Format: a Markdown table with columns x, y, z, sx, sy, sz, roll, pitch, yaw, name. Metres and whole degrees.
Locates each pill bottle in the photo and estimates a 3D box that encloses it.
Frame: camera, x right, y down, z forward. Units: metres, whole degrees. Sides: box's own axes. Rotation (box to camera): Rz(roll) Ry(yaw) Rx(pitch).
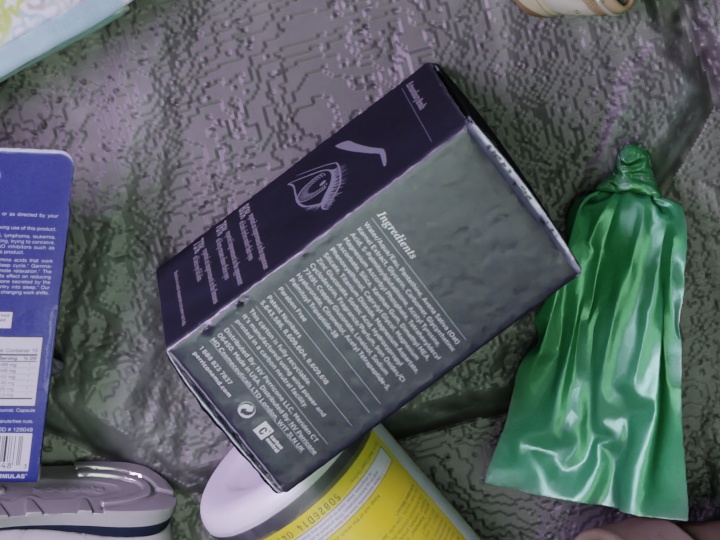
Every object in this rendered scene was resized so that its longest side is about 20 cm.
| x | y | z | sx | sy | sz | roll | pitch | yaw | name |
| --- | --- | --- | --- | --- | --- | --- | --- | --- | --- |
| 0.012 | 0.169 | 1.489 | 0.112 | 0.112 | 0.200 | -38 | 106 | 6 | pill bottle |

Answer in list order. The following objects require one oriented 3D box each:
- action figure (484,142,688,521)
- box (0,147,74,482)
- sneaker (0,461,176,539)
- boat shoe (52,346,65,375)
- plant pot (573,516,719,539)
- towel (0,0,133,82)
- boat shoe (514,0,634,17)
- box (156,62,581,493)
| x | y | z | sx | sy | sz | roll | pitch | yaw | name |
| --- | --- | --- | --- | --- | --- | --- | --- | --- | --- |
| 0.141 | 0.029 | 1.483 | 0.118 | 0.055 | 0.201 | 9 | 95 | 16 | action figure |
| -0.217 | 0.019 | 1.390 | 0.121 | 0.032 | 0.201 | 2 | 120 | -16 | box |
| -0.202 | 0.153 | 1.485 | 0.199 | 0.076 | 0.081 | 5 | 116 | -6 | sneaker |
| -0.227 | -0.013 | 1.429 | 0.068 | 0.072 | 0.200 | -29 | 110 | 5 | boat shoe |
| 0.231 | 0.216 | 1.502 | 0.173 | 0.200 | 0.201 | -17 | 109 | -18 | plant pot |
| -0.228 | -0.169 | 1.365 | 0.200 | 0.048 | 0.172 | -31 | 99 | -13 | towel |
| 0.102 | -0.228 | 1.391 | 0.073 | 0.063 | 0.201 | -37 | 122 | -38 | boat shoe |
| 0.000 | 0.000 | 1.417 | 0.200 | 0.148 | 0.104 | -36 | 107 | 6 | box |
